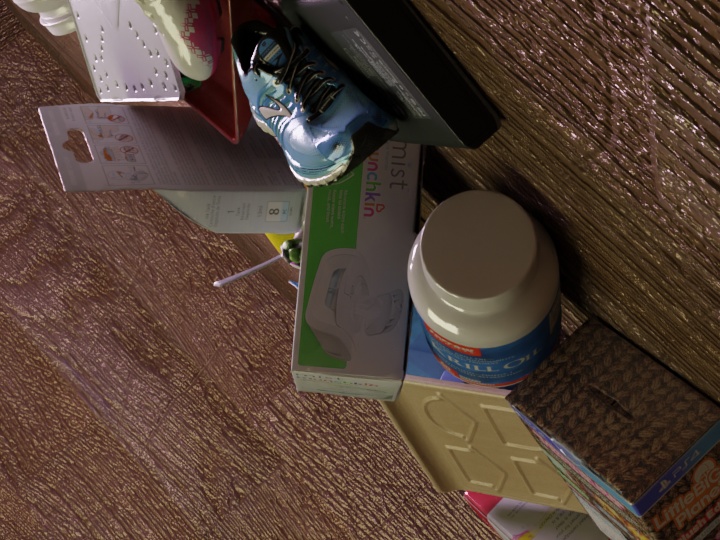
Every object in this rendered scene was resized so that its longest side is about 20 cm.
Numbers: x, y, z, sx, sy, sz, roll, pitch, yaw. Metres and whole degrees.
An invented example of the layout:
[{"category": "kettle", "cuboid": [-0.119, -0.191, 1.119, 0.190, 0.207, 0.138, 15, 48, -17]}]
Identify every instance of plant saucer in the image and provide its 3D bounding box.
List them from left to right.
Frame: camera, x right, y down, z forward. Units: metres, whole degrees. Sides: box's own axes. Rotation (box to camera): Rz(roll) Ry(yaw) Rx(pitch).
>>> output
[{"category": "plant saucer", "cuboid": [-0.142, -0.233, 1.315, 0.200, 0.037, 0.200, 43, 145, 41]}]

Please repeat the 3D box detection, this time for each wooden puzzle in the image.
[{"category": "wooden puzzle", "cuboid": [0.136, 0.154, 1.499, 0.200, 0.046, 0.185, 2, 141, 32]}]

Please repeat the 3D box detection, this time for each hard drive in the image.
[{"category": "hard drive", "cuboid": [0.015, -0.146, 1.121, 0.140, 0.033, 0.200, 49, 173, -14]}]

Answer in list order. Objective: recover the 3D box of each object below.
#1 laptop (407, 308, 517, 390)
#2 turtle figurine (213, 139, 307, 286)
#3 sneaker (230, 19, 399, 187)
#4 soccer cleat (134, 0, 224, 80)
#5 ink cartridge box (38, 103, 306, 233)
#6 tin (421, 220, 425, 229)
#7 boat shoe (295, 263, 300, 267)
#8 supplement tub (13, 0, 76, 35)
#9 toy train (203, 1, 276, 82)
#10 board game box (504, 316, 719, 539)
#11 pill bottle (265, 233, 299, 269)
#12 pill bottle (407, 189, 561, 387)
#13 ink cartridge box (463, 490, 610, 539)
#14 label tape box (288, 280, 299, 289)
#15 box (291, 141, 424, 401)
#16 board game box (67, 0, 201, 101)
[{"category": "laptop", "cuboid": [0.109, 0.096, 1.482, 0.177, 0.103, 0.200, 34, 176, -9]}, {"category": "turtle figurine", "cuboid": [-0.078, -0.075, 1.526, 0.194, 0.200, 0.144, -20, 81, 57]}, {"category": "sneaker", "cuboid": [-0.047, -0.127, 1.159, 0.090, 0.078, 0.200, 56, 170, -34]}, {"category": "soccer cleat", "cuboid": [-0.165, -0.234, 1.221, 0.070, 0.086, 0.200, 22, 130, 55]}, {"category": "ink cartridge box", "cuboid": [-0.162, -0.086, 1.354, 0.160, 0.200, 0.047, -121, 35, -54]}, {"category": "tin", "cuboid": [0.070, -0.006, 1.586, 0.200, 0.042, 0.112, 43, 168, 33]}, {"category": "boat shoe", "cuboid": [0.015, 0.013, 1.684, 0.201, 0.066, 0.072, 31, 151, -10]}, {"category": "supplement tub", "cuboid": [-0.333, -0.356, 1.649, 0.200, 0.140, 0.140, 51, 173, -29]}, {"category": "toy train", "cuboid": [-0.126, -0.217, 1.465, 0.116, 0.085, 0.200, 32, -171, -49]}, {"category": "board game box", "cuboid": [0.230, 0.160, 1.254, 0.159, 0.097, 0.200, 40, 170, 49]}, {"category": "pill bottle", "cuboid": [-0.076, -0.091, 1.722, 0.104, 0.104, 0.200, 42, 171, 38]}, {"category": "pill bottle", "cuboid": [0.093, 0.012, 1.201, 0.112, 0.112, 0.200, 45, 174, 19]}, {"category": "ink cartridge box", "cuboid": [0.220, 0.240, 1.576, 0.200, 0.146, 0.083, 40, 171, 50]}, {"category": "label tape box", "cuboid": [0.030, 0.073, 1.727, 0.200, 0.063, 0.144, 8, -166, -28]}, {"category": "box", "cuboid": [0.000, 0.000, 1.340, 0.096, 0.201, 0.176, 5, 171, 1]}, {"category": "board game box", "cuboid": [-0.207, -0.242, 1.359, 0.200, 0.026, 0.200, 10, 118, 61]}]
